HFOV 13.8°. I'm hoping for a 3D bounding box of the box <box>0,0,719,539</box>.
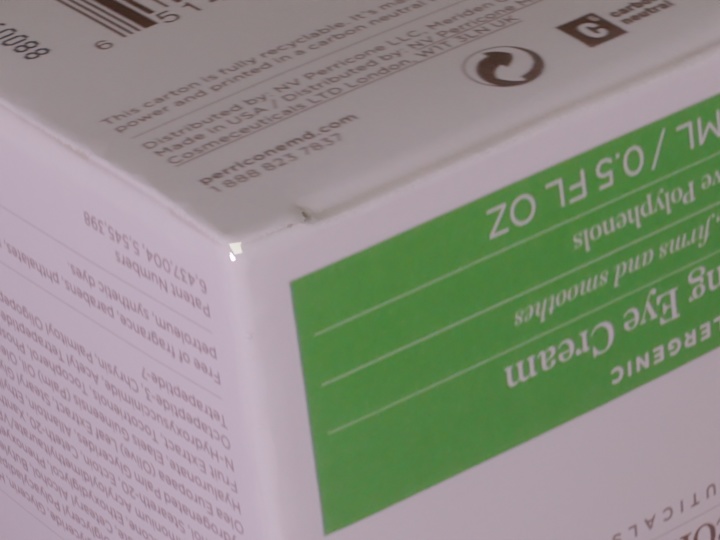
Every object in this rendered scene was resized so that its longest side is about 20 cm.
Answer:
[{"bbox_3d":[0.000,0.000,0.830,0.199,0.171,0.200,-24,34,-28],"label":"box"}]
